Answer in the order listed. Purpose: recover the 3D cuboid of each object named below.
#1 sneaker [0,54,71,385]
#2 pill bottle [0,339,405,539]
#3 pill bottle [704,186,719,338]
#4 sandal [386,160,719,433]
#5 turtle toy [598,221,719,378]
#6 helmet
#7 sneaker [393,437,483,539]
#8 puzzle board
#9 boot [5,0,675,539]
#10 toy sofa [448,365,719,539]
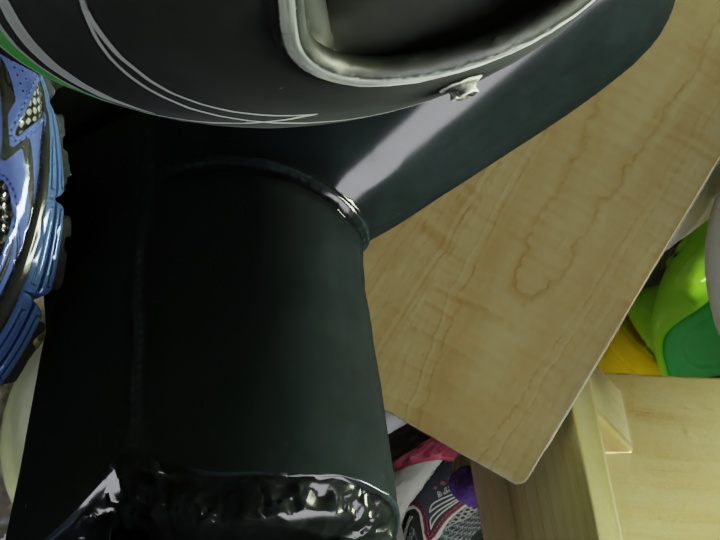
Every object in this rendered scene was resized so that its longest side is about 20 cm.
[{"bbox_3d":[-0.139,0.022,0.669,0.078,0.075,0.201,41,73,-47],"label":"sneaker"},{"bbox_3d":[-0.040,0.104,0.892,0.114,0.114,0.201,-24,139,-11],"label":"pill bottle"},{"bbox_3d":[0.187,-0.031,0.822,0.200,0.112,0.113,-39,158,-53],"label":"pill bottle"},{"bbox_3d":[0.039,-0.004,0.859,0.079,0.059,0.206,-32,176,-39],"label":"sandal"},{"bbox_3d":[0.183,0.017,0.963,0.199,0.101,0.146,8,126,-39],"label":"turtle toy"},{"bbox_3d":[-0.028,-0.123,0.603,0.200,0.200,0.191,-41,146,9],"label":"helmet"},{"bbox_3d":[0.053,0.124,1.006,0.080,0.075,0.201,-22,139,-14],"label":"sneaker"},{"bbox_3d":[0.029,-0.061,0.758,0.150,0.017,0.201,30,107,0],"label":"puzzle board"},{"bbox_3d":[0.000,0.000,0.680,0.199,0.169,0.076,-24,135,18],"label":"boot"},{"bbox_3d":[0.131,0.079,0.855,0.199,0.083,0.098,4,149,-23],"label":"toy sofa"}]
